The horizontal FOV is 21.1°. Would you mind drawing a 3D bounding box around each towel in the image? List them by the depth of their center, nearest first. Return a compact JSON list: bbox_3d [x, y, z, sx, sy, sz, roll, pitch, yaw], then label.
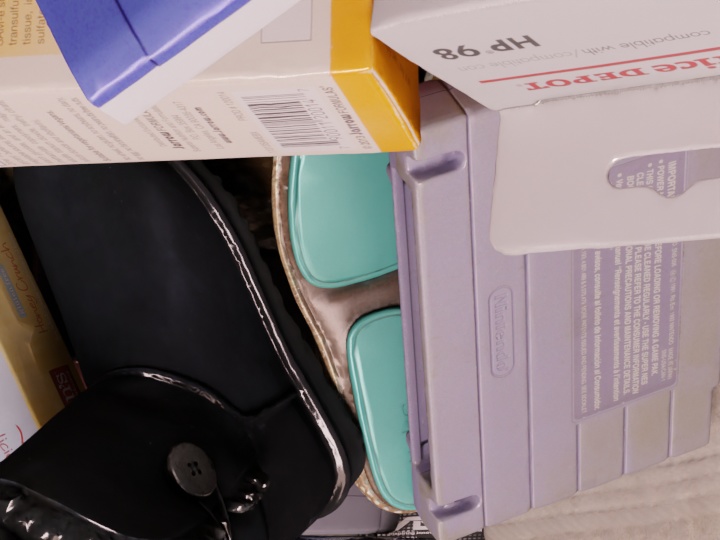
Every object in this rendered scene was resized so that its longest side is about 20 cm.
[{"bbox_3d":[0.124,0.089,0.851,0.034,0.133,0.200,0,169,-41],"label":"towel"}]

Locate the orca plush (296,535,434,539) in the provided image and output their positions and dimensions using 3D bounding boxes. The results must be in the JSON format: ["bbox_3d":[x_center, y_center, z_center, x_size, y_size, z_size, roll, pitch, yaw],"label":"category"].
[{"bbox_3d":[-0.061,0.155,0.875,0.105,0.071,0.200,-5,171,43],"label":"orca plush"}]

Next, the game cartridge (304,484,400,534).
[{"bbox_3d":[-0.071,0.103,0.889,0.133,0.042,0.200,2,175,33],"label":"game cartridge"}]

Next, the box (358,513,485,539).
[{"bbox_3d":[0.097,0.153,1.052,0.199,0.048,0.193,-2,147,-4],"label":"box"}]

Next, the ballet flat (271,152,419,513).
[{"bbox_3d":[0.000,0.000,0.772,0.070,0.065,0.201,-11,110,-11],"label":"ballet flat"}]

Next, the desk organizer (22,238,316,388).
[{"bbox_3d":[-0.058,0.040,0.849,0.199,0.072,0.077,13,145,-23],"label":"desk organizer"}]

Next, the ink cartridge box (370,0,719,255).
[{"bbox_3d":[0.071,-0.112,0.493,0.116,0.201,0.067,-5,162,35],"label":"ink cartridge box"}]

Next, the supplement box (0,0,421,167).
[{"bbox_3d":[-0.084,-0.099,0.556,0.199,0.127,0.074,-1,167,12],"label":"supplement box"}]

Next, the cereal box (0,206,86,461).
[{"bbox_3d":[-0.206,0.049,0.790,0.200,0.144,0.039,-28,176,32],"label":"cereal box"}]

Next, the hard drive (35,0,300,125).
[{"bbox_3d":[-0.009,-0.145,0.476,0.200,0.132,0.025,-34,155,12],"label":"hard drive"}]

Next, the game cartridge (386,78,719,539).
[{"bbox_3d":[0.076,0.004,0.716,0.129,0.038,0.200,-21,132,-19],"label":"game cartridge"}]

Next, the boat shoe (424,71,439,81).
[{"bbox_3d":[0.093,-0.025,0.775,0.074,0.062,0.200,-25,142,25],"label":"boat shoe"}]

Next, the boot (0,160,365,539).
[{"bbox_3d":[-0.091,0.043,0.694,0.076,0.168,0.200,-30,97,31],"label":"boot"}]
